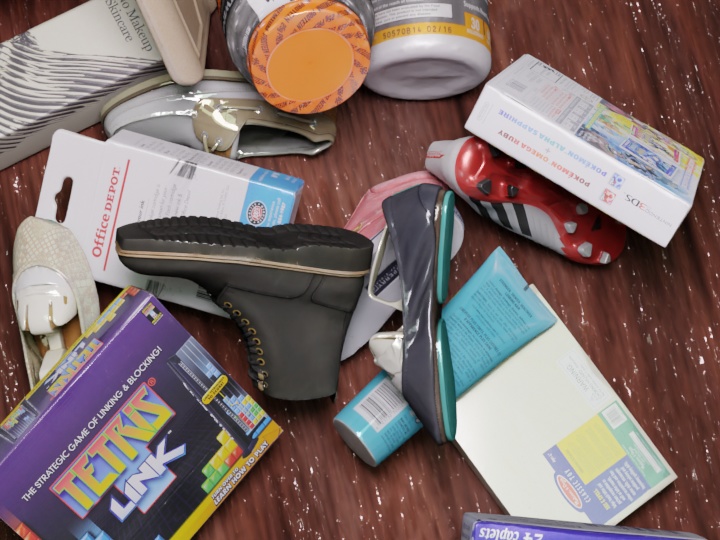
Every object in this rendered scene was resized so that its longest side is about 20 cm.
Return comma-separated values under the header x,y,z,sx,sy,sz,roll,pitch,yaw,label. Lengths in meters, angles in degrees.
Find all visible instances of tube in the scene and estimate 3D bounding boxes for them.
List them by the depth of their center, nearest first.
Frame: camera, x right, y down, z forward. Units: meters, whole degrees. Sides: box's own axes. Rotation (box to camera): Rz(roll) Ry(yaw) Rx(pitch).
x,y,z,sx,sy,sz,roll,pitch,yaw,label
0.066,0.073,1.323,0.200,0.050,0.078,-41,98,-15,tube

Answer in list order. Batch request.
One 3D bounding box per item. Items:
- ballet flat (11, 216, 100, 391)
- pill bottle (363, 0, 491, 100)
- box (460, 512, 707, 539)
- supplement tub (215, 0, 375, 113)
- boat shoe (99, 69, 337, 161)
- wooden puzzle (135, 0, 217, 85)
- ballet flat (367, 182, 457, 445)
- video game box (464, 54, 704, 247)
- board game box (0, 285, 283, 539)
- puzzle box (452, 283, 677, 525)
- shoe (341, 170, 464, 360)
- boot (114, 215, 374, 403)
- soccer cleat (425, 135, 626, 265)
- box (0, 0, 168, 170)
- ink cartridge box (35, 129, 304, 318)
x,y,z,sx,sy,sz,roll,pitch,yaw,label
-0.236,0.057,1.291,0.067,0.062,0.202,-9,98,10,ballet flat
0.050,-0.256,1.399,0.115,0.116,0.202,-1,75,-3,pill bottle
0.161,0.293,1.248,0.182,0.105,0.202,5,85,-1,box
-0.057,-0.224,1.341,0.121,0.123,0.201,-11,42,-6,supplement tub
-0.116,-0.124,1.376,0.198,0.075,0.069,-10,70,-6,boat shoe
-0.168,-0.261,1.322,0.037,0.200,0.186,-18,116,11,wooden puzzle
0.040,0.034,1.269,0.072,0.073,0.202,-1,93,-3,ballet flat
0.186,-0.102,1.330,0.181,0.200,0.047,29,109,7,video game box
-0.182,0.141,1.270,0.200,0.057,0.165,-49,118,-13,board game box
0.147,0.129,1.347,0.133,0.025,0.201,-34,79,-11,puzzle box
0.000,0.000,1.356,0.200,0.091,0.071,-39,112,14,shoe
-0.094,0.036,1.260,0.198,0.078,0.140,5,108,-15,boot
0.139,-0.060,1.357,0.199,0.085,0.069,23,86,-34,soccer cleat
-0.249,-0.163,1.382,0.199,0.068,0.083,-29,77,-9,box
-0.156,-0.042,1.333,0.198,0.067,0.117,16,105,1,ink cartridge box
